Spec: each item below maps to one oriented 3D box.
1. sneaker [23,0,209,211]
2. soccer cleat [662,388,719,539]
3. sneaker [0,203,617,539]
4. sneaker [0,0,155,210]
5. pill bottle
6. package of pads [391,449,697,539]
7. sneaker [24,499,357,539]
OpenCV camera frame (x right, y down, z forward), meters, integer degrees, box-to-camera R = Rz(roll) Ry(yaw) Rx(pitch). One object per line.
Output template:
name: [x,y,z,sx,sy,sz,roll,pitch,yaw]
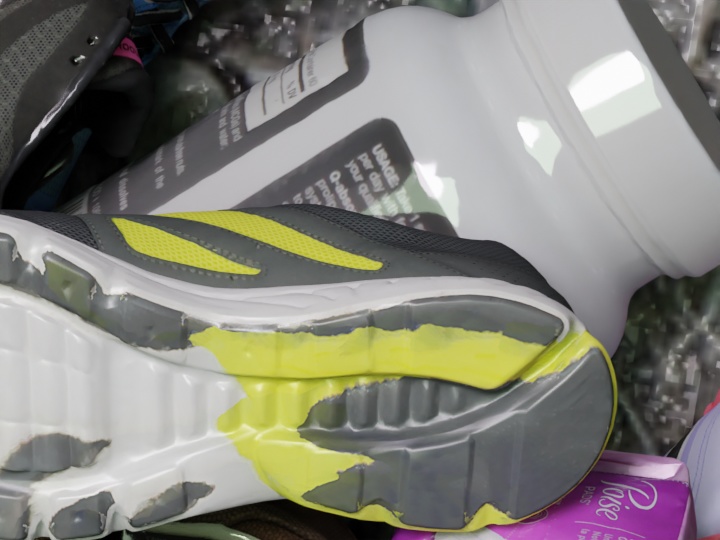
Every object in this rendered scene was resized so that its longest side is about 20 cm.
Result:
sneaker: [-0.053,-0.098,0.835,0.090,0.078,0.200,30,95,13]
soccer cleat: [0.103,0.059,0.781,0.200,0.067,0.077,-38,36,8]
sneaker: [-0.042,0.021,0.694,0.200,0.085,0.075,8,105,0]
sneaker: [-0.091,-0.067,0.766,0.084,0.077,0.200,11,79,-1]
pill bottle: [0.000,0.000,0.790,0.200,0.116,0.117,-30,78,12]
package of pads: [0.038,0.153,0.703,0.076,0.121,0.200,5,116,11]
sneaker: [-0.093,0.067,0.708,0.200,0.076,0.071,5,91,-5]
